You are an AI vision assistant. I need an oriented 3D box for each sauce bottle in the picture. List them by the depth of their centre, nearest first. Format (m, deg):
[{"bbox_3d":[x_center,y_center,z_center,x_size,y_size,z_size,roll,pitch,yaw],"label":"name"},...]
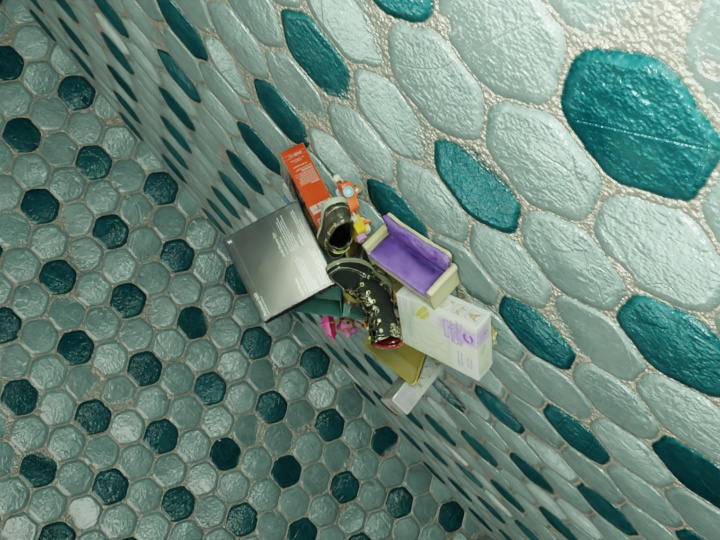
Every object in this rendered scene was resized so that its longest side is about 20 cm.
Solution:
[{"bbox_3d":[0.000,0.000,1.466,0.064,0.064,0.202,40,141,23],"label":"sauce bottle"}]

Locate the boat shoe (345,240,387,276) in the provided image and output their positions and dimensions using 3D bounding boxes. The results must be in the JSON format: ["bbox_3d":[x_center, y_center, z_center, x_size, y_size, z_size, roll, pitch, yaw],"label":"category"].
[{"bbox_3d":[0.001,-0.023,1.562,0.072,0.072,0.201,32,165,45],"label":"boat shoe"}]

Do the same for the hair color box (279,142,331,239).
[{"bbox_3d":[-0.111,-0.166,1.411,0.202,0.063,0.111,61,167,9],"label":"hair color box"}]

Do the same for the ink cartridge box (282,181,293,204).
[{"bbox_3d":[-0.096,-0.140,1.527,0.200,0.068,0.116,45,166,8],"label":"ink cartridge box"}]

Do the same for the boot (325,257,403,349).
[{"bbox_3d":[0.015,0.068,1.303,0.202,0.073,0.156,28,-140,-47],"label":"boot"}]

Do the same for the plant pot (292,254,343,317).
[{"bbox_3d":[-0.103,-0.005,1.614,0.138,0.204,0.142,6,160,3],"label":"plant pot"}]

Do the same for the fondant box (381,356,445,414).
[{"bbox_3d":[0.146,0.272,1.620,0.058,0.201,0.144,40,165,0],"label":"fondant box"}]

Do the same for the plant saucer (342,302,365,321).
[{"bbox_3d":[0.031,0.098,1.621,0.019,0.071,0.198,6,173,43],"label":"plant saucer"}]

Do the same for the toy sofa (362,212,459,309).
[{"bbox_3d":[0.097,-0.022,1.257,0.199,0.083,0.098,37,164,34],"label":"toy sofa"}]

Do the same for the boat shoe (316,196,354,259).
[{"bbox_3d":[-0.050,-0.071,1.309,0.202,0.070,0.061,95,156,-62],"label":"boat shoe"}]

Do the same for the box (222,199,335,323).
[{"bbox_3d":[-0.173,-0.017,1.376,0.203,0.180,0.104,63,175,3],"label":"box"}]

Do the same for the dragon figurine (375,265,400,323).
[{"bbox_3d":[0.077,0.074,1.493,0.058,0.100,0.203,-8,120,31],"label":"dragon figurine"}]

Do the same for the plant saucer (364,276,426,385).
[{"bbox_3d":[0.110,0.144,1.548,0.048,0.203,0.199,2,-158,-42],"label":"plant saucer"}]

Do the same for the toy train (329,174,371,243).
[{"bbox_3d":[-0.022,-0.138,1.365,0.153,0.055,0.200,67,168,-9],"label":"toy train"}]

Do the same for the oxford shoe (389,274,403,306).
[{"bbox_3d":[0.097,0.039,1.415,0.201,0.074,0.070,53,164,3],"label":"oxford shoe"}]

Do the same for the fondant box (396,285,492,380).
[{"bbox_3d":[0.171,0.119,1.291,0.198,0.058,0.146,23,139,36],"label":"fondant box"}]

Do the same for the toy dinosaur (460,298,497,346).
[{"bbox_3d":[0.210,0.089,1.320,0.199,0.058,0.102,38,148,19],"label":"toy dinosaur"}]

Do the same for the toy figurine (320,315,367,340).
[{"bbox_3d":[-0.020,0.123,1.773,0.199,0.184,0.151,33,161,40],"label":"toy figurine"}]
